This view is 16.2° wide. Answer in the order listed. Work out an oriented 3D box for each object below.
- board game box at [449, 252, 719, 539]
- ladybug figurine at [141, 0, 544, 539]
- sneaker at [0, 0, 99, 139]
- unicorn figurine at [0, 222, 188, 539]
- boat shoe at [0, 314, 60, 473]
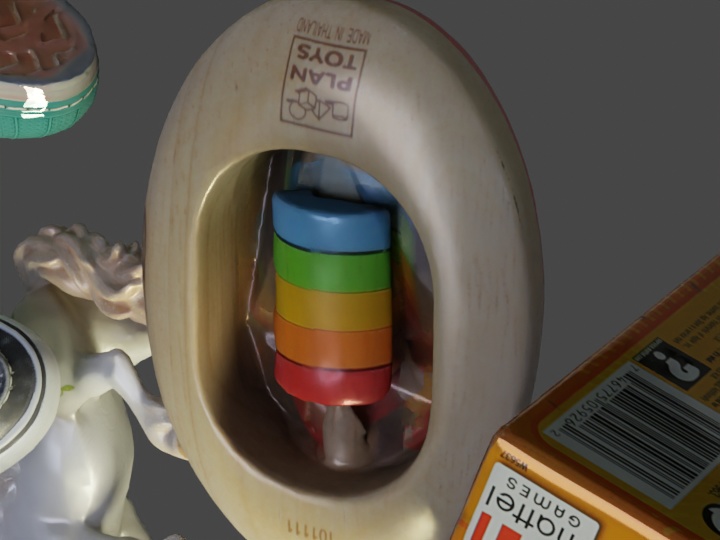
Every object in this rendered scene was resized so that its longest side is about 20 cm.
[{"bbox_3d":[0.131,0.135,0.694,0.200,0.200,0.200,31,121,19],"label":"board game box"},{"bbox_3d":[0.000,0.000,0.799,0.135,0.072,0.201,15,116,22],"label":"ladybug figurine"},{"bbox_3d":[-0.176,-0.067,0.892,0.199,0.071,0.080,13,130,24],"label":"sneaker"},{"bbox_3d":[-0.102,0.076,0.902,0.137,0.074,0.201,17,100,26],"label":"unicorn figurine"},{"bbox_3d":[-0.199,0.039,0.826,0.199,0.068,0.072,1,77,-3],"label":"boat shoe"}]
